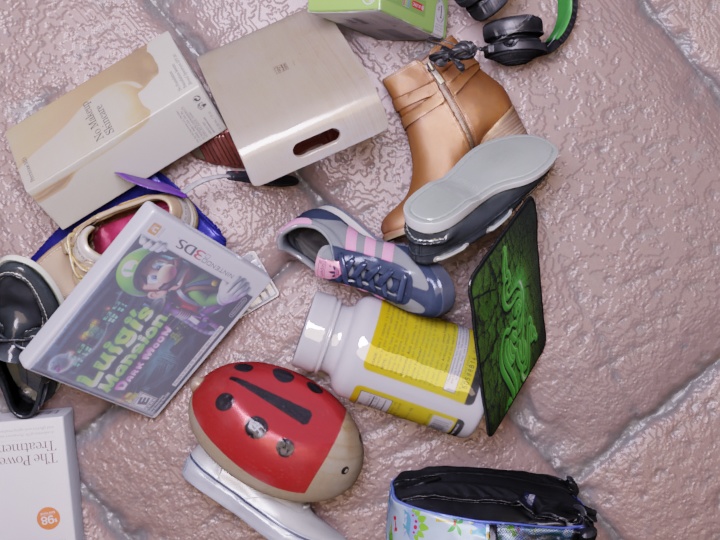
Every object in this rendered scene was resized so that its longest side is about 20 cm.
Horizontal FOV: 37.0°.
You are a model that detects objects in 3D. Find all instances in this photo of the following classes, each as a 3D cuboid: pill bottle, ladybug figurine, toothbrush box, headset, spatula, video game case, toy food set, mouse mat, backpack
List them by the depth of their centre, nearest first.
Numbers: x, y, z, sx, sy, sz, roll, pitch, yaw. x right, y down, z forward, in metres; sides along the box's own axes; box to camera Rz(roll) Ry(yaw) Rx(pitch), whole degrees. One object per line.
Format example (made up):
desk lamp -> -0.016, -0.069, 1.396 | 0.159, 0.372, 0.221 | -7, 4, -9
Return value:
toothbrush box -> 0.026, -0.341, 1.068 | 0.086, 0.145, 0.201 | 7, 94, 30
mouse mat -> 0.149, 0.046, 1.070 | 0.008, 0.161, 0.201 | 11, 130, 28
toy food set -> -0.072, -0.178, 1.073 | 0.143, 0.200, 0.061 | -24, 137, -4
video game case -> -0.210, 0.047, 1.079 | 0.200, 0.182, 0.023 | -49, 48, 6
backpack -> 0.122, 0.282, 1.091 | 0.199, 0.183, 0.148 | 7, 91, 3
headset -> 0.149, -0.262, 1.092 | 0.200, 0.094, 0.124 | -37, 106, -23
spatula -> -0.148, -0.090, 1.096 | 0.199, 0.056, 0.021 | -6, 111, -33
ladybug figurine -> -0.084, 0.157, 1.107 | 0.199, 0.072, 0.136 | 25, 51, -2
pill bottle -> 0.035, 0.091, 1.114 | 0.199, 0.111, 0.112 | 19, 92, -3

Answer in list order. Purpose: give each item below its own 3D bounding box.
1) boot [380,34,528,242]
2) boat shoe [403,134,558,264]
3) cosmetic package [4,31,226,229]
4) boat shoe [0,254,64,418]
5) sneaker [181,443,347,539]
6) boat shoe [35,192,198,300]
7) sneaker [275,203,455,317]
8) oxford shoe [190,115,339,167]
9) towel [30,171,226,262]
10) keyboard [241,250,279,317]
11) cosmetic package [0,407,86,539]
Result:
boot -> 0.067, -0.136, 1.127 | 0.200, 0.074, 0.155 | -37, 95, -12
boat shoe -> 0.118, -0.073, 1.068 | 0.200, 0.076, 0.060 | -28, 137, -27
cosmetic package -> -0.249, -0.143, 1.092 | 0.200, 0.071, 0.105 | -33, 53, -1
boat shoe -> -0.337, 0.073, 1.067 | 0.074, 0.066, 0.200 | 18, 135, 1
sneaker -> -0.090, 0.236, 1.135 | 0.200, 0.073, 0.071 | 32, 94, -3
boat shoe -> -0.261, -0.023, 1.073 | 0.200, 0.069, 0.074 | -31, 80, 4
sneaker -> 0.000, 0.000, 1.080 | 0.200, 0.082, 0.070 | 27, 123, 33
oxford shoe -> -0.086, -0.160, 1.132 | 0.199, 0.071, 0.074 | -10, 62, 3
towel -> -0.252, -0.007, 1.130 | 0.148, 0.050, 0.200 | 44, 91, 12
keyboard -> -0.186, 0.052, 1.155 | 0.200, 0.011, 0.056 | -30, 93, 0
cosmetic package -> -0.400, 0.231, 1.136 | 0.199, 0.052, 0.151 | -5, 95, -2
